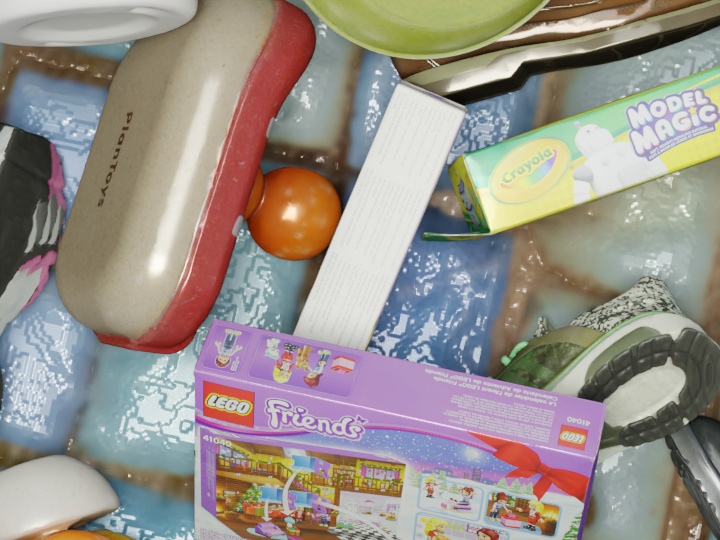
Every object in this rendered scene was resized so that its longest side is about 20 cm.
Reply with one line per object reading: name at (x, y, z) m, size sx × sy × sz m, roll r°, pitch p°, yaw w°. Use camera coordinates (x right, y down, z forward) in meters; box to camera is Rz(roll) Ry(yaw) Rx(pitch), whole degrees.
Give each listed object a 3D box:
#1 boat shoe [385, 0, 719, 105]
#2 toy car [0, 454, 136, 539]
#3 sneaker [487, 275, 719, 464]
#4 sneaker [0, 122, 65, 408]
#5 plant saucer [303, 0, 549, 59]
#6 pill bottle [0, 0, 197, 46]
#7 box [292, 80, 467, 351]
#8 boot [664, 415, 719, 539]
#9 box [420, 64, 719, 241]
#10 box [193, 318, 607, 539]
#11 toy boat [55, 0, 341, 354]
boat shoe at (0.111, -0.142, 1.099) m, size 0.200 × 0.072 × 0.068 m, roll -14°, pitch 84°, yaw -1°
toy car at (-0.186, 0.195, 1.023) m, size 0.200 × 0.150 × 0.175 m, roll -21°, pitch 84°, yaw -2°
sneaker at (0.095, 0.067, 1.085) m, size 0.200 × 0.089 × 0.077 m, roll -27°, pitch 122°, yaw 15°
sneaker at (-0.226, 0.009, 1.085) m, size 0.086 × 0.080 × 0.200 m, roll 12°, pitch 74°, yaw 22°
plant saucer at (0.043, -0.208, 1.065) m, size 0.200 × 0.031 × 0.200 m, roll -1°, pitch 87°, yaw 29°
pill bottle at (-0.145, -0.219, 1.022) m, size 0.111 × 0.111 × 0.200 m, roll -6°, pitch 87°, yaw 0°
box at (0.000, 0.000, 1.076) m, size 0.041 × 0.039 × 0.200 m, roll 22°, pitch 99°, yaw 2°
boot at (0.281, 0.100, 1.071) m, size 0.200 × 0.066 × 0.165 m, roll -33°, pitch 92°, yaw 0°
box at (0.123, -0.060, 1.066) m, size 0.200 × 0.117 × 0.048 m, roll -21°, pitch 90°, yaw -2°
box at (0.015, 0.103, 1.035) m, size 0.200 × 0.137 × 0.039 m, roll 12°, pitch 46°, yaw 7°
toy boat at (-0.068, -0.046, 1.080) m, size 0.131 × 0.130 × 0.200 m, roll 20°, pitch 84°, yaw -28°
